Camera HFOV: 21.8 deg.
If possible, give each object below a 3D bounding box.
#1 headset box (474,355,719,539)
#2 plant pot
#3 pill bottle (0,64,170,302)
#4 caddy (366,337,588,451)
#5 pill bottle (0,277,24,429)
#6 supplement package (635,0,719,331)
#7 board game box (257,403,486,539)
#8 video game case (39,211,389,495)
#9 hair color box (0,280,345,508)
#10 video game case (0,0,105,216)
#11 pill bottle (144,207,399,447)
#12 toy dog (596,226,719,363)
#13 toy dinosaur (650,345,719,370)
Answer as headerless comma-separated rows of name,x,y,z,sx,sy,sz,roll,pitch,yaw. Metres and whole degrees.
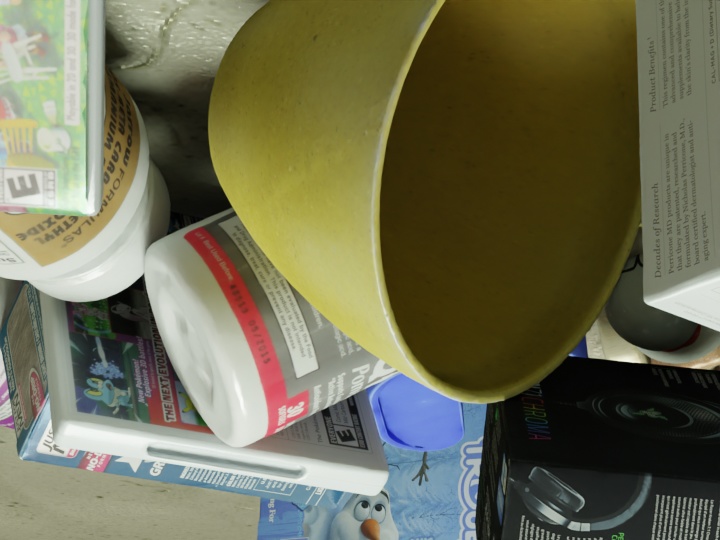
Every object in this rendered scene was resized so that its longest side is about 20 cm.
headset box,0.153,0.108,0.812,0.197,0.094,0.174,6,-168,1
plant pot,0.017,-0.059,0.807,0.141,0.202,0.200,16,171,38
pill bottle,-0.163,-0.060,0.878,0.113,0.116,0.200,-4,158,14
caddy,0.064,0.030,1.104,0.140,0.106,0.200,-7,157,3
pill bottle,-0.179,0.051,1.166,0.112,0.114,0.199,-18,151,41
supplement package,0.191,-0.075,0.692,0.155,0.202,0.110,19,153,-37
board game box,0.030,0.127,1.221,0.197,0.202,0.043,-7,157,21
video game case,-0.087,0.036,1.027,0.180,0.201,0.023,12,125,-22
hair color box,-0.098,0.067,1.063,0.198,0.100,0.061,12,124,-28
video game case,-0.187,-0.116,0.712,0.180,0.022,0.202,3,122,-4
pill bottle,0.000,0.000,0.946,0.198,0.111,0.111,-24,165,-18
toy dog,0.154,-0.004,0.936,0.130,0.097,0.200,-14,170,-8
toy dinosaur,0.177,0.072,1.041,0.134,0.202,0.086,7,165,23
